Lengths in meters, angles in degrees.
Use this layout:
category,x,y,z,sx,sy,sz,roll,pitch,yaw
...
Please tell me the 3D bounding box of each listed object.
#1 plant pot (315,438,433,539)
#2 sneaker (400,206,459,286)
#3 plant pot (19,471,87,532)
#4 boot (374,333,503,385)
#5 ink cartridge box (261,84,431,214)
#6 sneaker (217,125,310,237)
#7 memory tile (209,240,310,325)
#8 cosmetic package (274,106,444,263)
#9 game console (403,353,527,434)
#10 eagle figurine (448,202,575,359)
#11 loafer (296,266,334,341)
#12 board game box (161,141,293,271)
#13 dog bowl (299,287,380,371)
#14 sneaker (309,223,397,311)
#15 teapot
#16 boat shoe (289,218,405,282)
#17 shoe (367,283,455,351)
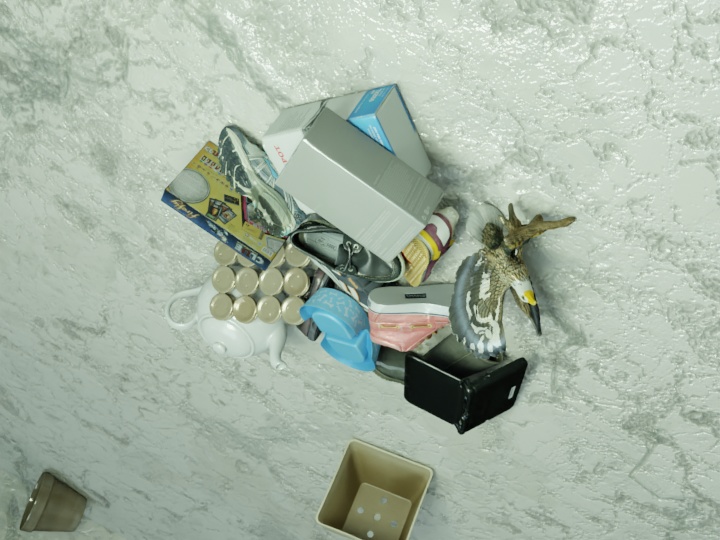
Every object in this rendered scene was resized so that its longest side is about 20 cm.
category,x,y,z,sx,sy,sz,roll,pitch,yaw
plant pot,0.035,0.525,1.799,0.199,0.200,0.177,18,151,14
sneaker,0.105,-0.037,1.248,0.075,0.090,0.200,49,167,4
plant pot,-1.046,0.815,2.775,0.173,0.200,0.200,24,144,-21
boot,0.125,0.150,1.429,0.181,0.073,0.200,25,149,-16
ink cartridge box,-0.020,-0.171,1.170,0.200,0.084,0.145,-5,131,33
sneaker,-0.153,-0.149,1.289,0.200,0.086,0.078,56,147,5
memory tile,-0.178,0.019,1.434,0.199,0.154,0.017,2,177,23
cosmetic package,-0.003,-0.113,1.091,0.200,0.090,0.107,38,139,-7
game console,0.179,0.194,1.408,0.117,0.176,0.200,59,166,28
eagle figurine,0.213,0.015,1.170,0.151,0.151,0.200,12,131,5
loafer,-0.092,0.058,1.470,0.063,0.072,0.200,27,143,11
board game box,-0.201,-0.107,1.310,0.200,0.136,0.035,35,140,-5
dog bowl,-0.028,0.101,1.394,0.111,0.050,0.200,13,150,32
sneaker,0.000,0.000,1.342,0.200,0.079,0.079,39,145,-8
teapot,-0.242,0.097,1.541,0.200,0.146,0.198,-15,122,42
boat shoe,-0.027,-0.028,1.250,0.199,0.066,0.075,28,115,27
shoe,0.111,0.078,1.323,0.199,0.072,0.091,0,124,2
